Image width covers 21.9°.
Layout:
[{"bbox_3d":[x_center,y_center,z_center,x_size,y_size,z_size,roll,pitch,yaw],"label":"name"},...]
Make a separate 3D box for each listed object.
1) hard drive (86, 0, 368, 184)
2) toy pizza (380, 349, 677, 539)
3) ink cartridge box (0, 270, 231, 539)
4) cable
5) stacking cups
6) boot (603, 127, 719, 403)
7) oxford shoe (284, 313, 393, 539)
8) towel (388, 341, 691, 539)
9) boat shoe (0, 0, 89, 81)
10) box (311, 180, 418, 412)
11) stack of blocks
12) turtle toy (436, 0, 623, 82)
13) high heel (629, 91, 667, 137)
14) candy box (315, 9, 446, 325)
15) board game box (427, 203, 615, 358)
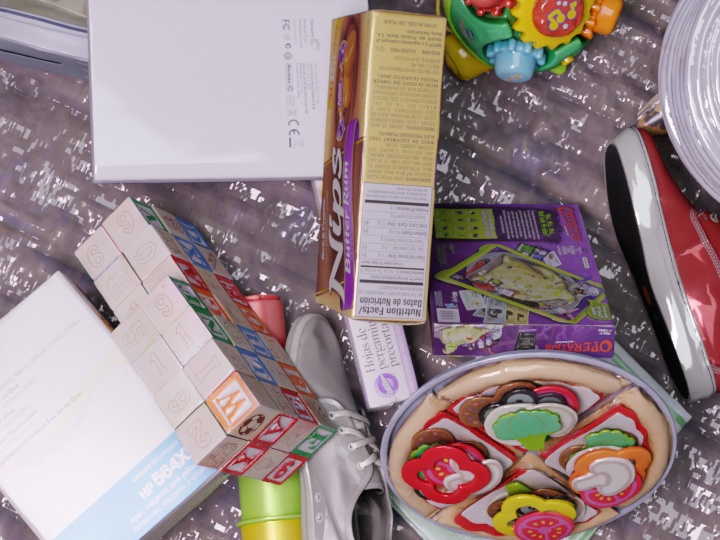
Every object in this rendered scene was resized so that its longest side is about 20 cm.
[{"bbox_3d":[-0.090,-0.129,1.310,0.198,0.025,0.133,-2,84,-13],"label":"hard drive"},{"bbox_3d":[0.112,0.128,1.241,0.198,0.201,0.032,0,46,0],"label":"toy pizza"},{"bbox_3d":[-0.199,0.102,1.284,0.125,0.129,0.200,-40,84,-6],"label":"ink cartridge box"},{"bbox_3d":[0.306,-0.129,1.288,0.198,0.069,0.202,16,89,-7],"label":"cable"},{"bbox_3d":[-0.070,0.119,1.321,0.060,0.061,0.202,-9,79,-2],"label":"stacking cups"},{"bbox_3d":[0.264,-0.023,1.336,0.143,0.072,0.202,-21,93,-4],"label":"boot"},{"bbox_3d":[-0.012,0.125,1.299,0.057,0.075,0.202,-19,69,31],"label":"oxford shoe"},{"bbox_3d":[0.121,0.128,1.337,0.152,0.023,0.200,43,83,5],"label":"towel"},{"bbox_3d":[-0.182,-0.170,1.355,0.198,0.072,0.063,16,76,3],"label":"boat shoe"},{"bbox_3d":[0.000,0.000,1.346,0.038,0.041,0.202,-13,83,-3],"label":"box"},{"bbox_3d":[-0.112,0.045,1.264,0.059,0.115,0.200,-43,62,11],"label":"stack of blocks"},{"bbox_3d":[0.114,-0.217,1.315,0.145,0.101,0.201,-30,125,-4],"label":"turtle toy"},{"bbox_3d":[0.306,-0.100,1.348,0.199,0.071,0.143,-26,81,-10],"label":"high heel"},{"bbox_3d":[0.012,-0.070,1.255,0.056,0.117,0.202,4,94,-14],"label":"candy box"},{"bbox_3d":[0.103,0.004,1.275,0.119,0.200,0.033,-3,115,1],"label":"board game box"}]
